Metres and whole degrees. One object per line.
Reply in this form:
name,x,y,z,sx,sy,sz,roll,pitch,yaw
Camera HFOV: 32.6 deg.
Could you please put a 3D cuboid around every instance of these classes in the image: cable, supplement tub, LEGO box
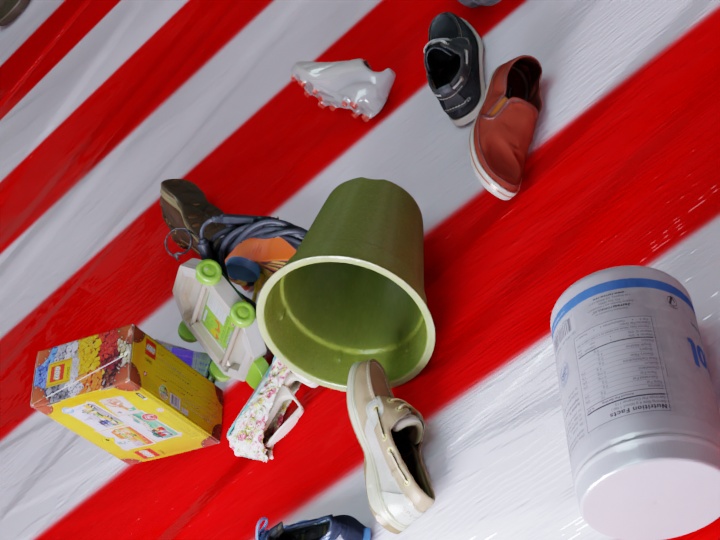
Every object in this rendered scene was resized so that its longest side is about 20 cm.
cable,-0.114,0.011,1.528,0.197,0.166,0.051,5,18,27
supplement tub,0.235,0.109,1.047,0.131,0.131,0.202,-30,42,29
LEGO box,-0.284,0.159,1.526,0.147,0.200,0.078,-15,55,22

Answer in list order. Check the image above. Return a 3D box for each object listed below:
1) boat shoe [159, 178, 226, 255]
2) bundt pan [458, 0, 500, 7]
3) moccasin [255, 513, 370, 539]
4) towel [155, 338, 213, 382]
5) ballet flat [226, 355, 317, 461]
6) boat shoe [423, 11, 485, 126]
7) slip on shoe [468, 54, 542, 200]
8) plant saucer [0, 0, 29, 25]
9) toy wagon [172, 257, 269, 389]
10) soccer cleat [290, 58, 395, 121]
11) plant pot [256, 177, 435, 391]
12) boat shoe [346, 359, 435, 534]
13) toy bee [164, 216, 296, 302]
boat shoe,-0.243,-0.064,1.820,0.200,0.071,0.068,47,132,47
bundt pan,0.179,-0.427,1.609,0.200,0.076,0.204,-30,41,30
moccasin,-0.078,0.293,1.313,0.199,0.068,0.081,-31,41,30
towel,-0.277,0.167,1.692,0.199,0.023,0.145,8,67,52
ballet flat,-0.085,0.139,1.468,0.063,0.076,0.202,28,88,24
boat shoe,0.113,-0.272,1.568,0.071,0.067,0.202,-35,38,27
slip on shoe,0.170,-0.168,1.403,0.061,0.073,0.202,-39,28,50
plant saucer,-0.867,-0.694,3.101,0.199,0.029,0.202,-29,42,31
toy wagon,-0.166,0.081,1.546,0.039,0.200,0.156,-32,-17,-32
soccer cleat,-0.024,-0.265,1.727,0.078,0.069,0.199,-53,42,-8
plant pot,0.000,0.000,1.393,0.199,0.200,0.191,-27,29,32
boat shoe,0.037,0.173,1.285,0.066,0.074,0.202,-32,50,22
toy bee,-0.142,-0.016,1.640,0.198,0.109,0.132,26,72,30
